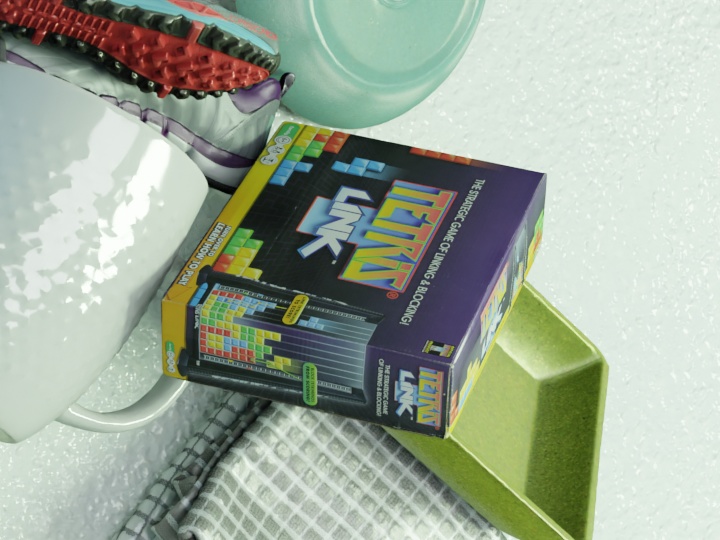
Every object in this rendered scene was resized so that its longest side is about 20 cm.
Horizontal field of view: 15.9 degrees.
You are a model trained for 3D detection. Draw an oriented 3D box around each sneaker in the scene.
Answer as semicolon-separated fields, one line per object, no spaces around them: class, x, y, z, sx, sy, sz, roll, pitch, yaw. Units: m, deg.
sneaker;-0.129;-0.165;1.421;0.200;0.079;0.096;21;60;-22
sneaker;-0.133;-0.118;1.487;0.200;0.074;0.088;26;88;-33

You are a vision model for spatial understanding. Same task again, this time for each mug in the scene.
mug;-0.169;0.011;1.423;0.200;0.148;0.175;35;74;-32

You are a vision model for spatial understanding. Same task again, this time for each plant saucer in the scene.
plant saucer;0.013;-0.182;1.564;0.200;0.036;0.200;-11;107;-38
plant saucer;0.062;0.061;1.554;0.200;0.048;0.200;42;31;-18

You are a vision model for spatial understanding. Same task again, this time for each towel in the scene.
towel;-0.021;0.162;1.520;0.200;0.086;0.166;48;65;-16

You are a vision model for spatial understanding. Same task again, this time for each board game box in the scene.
board game box;0.000;0.000;1.441;0.200;0.165;0.057;-61;157;-52
